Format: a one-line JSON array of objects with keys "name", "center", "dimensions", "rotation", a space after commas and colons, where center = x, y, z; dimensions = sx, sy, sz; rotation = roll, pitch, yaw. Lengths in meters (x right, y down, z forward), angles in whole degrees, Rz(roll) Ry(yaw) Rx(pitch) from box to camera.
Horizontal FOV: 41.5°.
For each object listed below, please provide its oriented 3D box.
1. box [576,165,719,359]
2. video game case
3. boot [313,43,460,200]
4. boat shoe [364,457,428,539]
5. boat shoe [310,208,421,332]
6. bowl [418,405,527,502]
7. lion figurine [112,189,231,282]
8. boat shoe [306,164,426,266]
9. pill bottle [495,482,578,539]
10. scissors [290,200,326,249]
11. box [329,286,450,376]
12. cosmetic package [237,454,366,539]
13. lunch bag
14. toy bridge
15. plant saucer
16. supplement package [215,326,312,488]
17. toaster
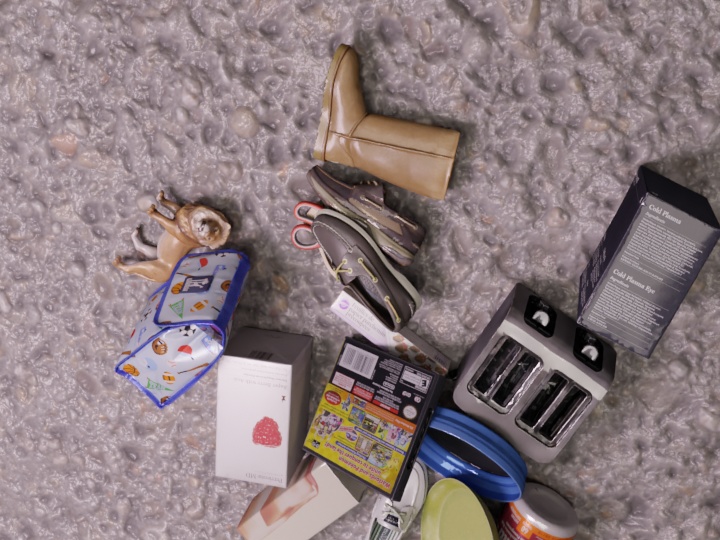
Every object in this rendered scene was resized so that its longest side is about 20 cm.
[{"name": "box", "center": [0.367, -0.017, 1.226], "dimensions": [0.103, 0.200, 0.185], "rotation": [26, 111, 6]}, {"name": "video game case", "center": [0.016, 0.209, 1.374], "dimensions": [0.198, 0.025, 0.184], "rotation": [18, 84, 45]}, {"name": "boot", "center": [0.044, -0.207, 1.324], "dimensions": [0.196, 0.066, 0.178], "rotation": [16, 117, 8]}, {"name": "boat shoe", "center": [0.055, 0.383, 1.487], "dimensions": [0.072, 0.067, 0.203], "rotation": [18, 109, 7]}, {"name": "boat shoe", "center": [0.000, 0.000, 1.339], "dimensions": [0.201, 0.061, 0.072], "rotation": [45, 146, -6]}, {"name": "bowl", "center": [0.151, 0.264, 1.382], "dimensions": [0.198, 0.040, 0.202], "rotation": [27, 155, 14]}, {"name": "lion figurine", "center": [-0.287, -0.038, 1.452], "dimensions": [0.122, 0.073, 0.200], "rotation": [36, 125, -12]}, {"name": "boat shoe", "center": [0.011, -0.090, 1.367], "dimensions": [0.199, 0.075, 0.074], "rotation": [40, 85, 3]}, {"name": "pill bottle", "center": [0.239, 0.431, 1.435], "dimensions": [0.108, 0.110, 0.203], "rotation": [26, 110, 4]}, {"name": "scissors", "center": [-0.014, -0.034, 1.380], "dimensions": [0.197, 0.014, 0.074], "rotation": [26, 111, 7]}, {"name": "box", "center": [0.046, 0.097, 1.420], "dimensions": [0.199, 0.041, 0.039], "rotation": [37, 111, 0]}, {"name": "cosmetic package", "center": [-0.088, 0.361, 1.496], "dimensions": [0.199, 0.103, 0.088], "rotation": [-39, 96, 19]}, {"name": "lunch bag", "center": [-0.248, 0.072, 1.387], "dimensions": [0.199, 0.171, 0.124], "rotation": [-34, 116, 32]}, {"name": "toy bridge", "center": [-0.015, -0.016, 1.408], "dimensions": [0.199, 0.027, 0.067], "rotation": [42, 111, 0]}, {"name": "plant saucer", "center": [0.155, 0.415, 1.431], "dimensions": [0.031, 0.200, 0.204], "rotation": [0, 111, -28]}, {"name": "supplement package", "center": [-0.148, 0.208, 1.455], "dimensions": [0.119, 0.120, 0.204], "rotation": [7, 108, 10]}, {"name": "toaster", "center": [0.238, 0.150, 1.349], "dimensions": [0.179, 0.119, 0.201], "rotation": [35, 111, 2]}]
